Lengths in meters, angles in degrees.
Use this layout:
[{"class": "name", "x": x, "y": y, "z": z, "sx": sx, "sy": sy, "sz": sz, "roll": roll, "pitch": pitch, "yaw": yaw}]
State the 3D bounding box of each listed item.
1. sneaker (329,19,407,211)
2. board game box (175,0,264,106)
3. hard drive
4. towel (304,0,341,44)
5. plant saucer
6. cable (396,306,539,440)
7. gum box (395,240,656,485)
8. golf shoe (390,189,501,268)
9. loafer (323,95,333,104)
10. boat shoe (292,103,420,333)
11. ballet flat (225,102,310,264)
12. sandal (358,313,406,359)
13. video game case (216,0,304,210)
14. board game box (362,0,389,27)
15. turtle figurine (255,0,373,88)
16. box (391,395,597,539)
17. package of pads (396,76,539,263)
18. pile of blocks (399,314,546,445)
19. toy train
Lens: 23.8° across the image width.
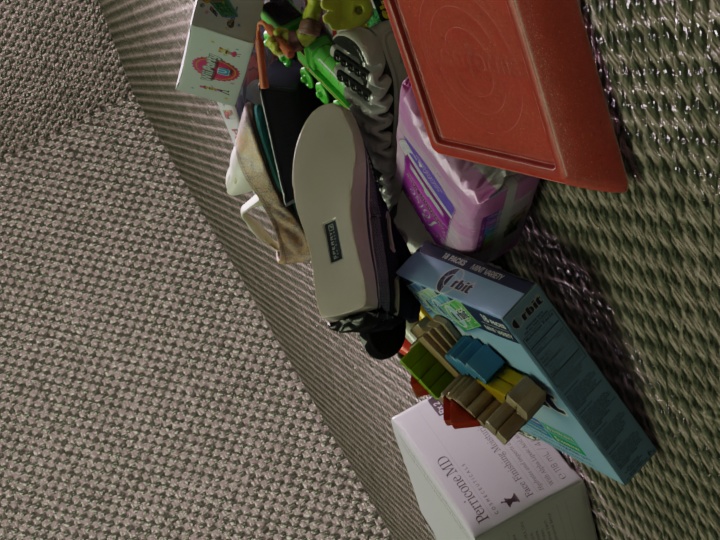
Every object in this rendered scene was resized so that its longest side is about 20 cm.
[{"class": "sneaker", "x": 0.026, "y": -0.135, "z": 1.503, "sx": 0.075, "sy": 0.081, "sz": 0.201, "roll": 42, "pitch": 149, "yaw": 33}, {"class": "board game box", "x": -0.115, "y": -0.277, "z": 1.594, "sx": 0.148, "sy": 0.064, "sz": 0.202, "roll": 124, "pitch": 160, "yaw": -70}, {"class": "hard drive", "x": -0.058, "y": -0.149, "z": 1.735, "sx": 0.200, "sy": 0.042, "sz": 0.136, "roll": -66, "pitch": -35, "yaw": -73}, {"class": "towel", "x": 0.013, "y": -0.179, "z": 1.618, "sx": 0.201, "sy": 0.023, "sz": 0.144, "roll": 52, "pitch": 171, "yaw": 17}, {"class": "plant saucer", "x": 0.083, "y": -0.148, "z": 1.167, "sx": 0.199, "sy": 0.037, "sz": 0.202, "roll": 20, "pitch": 134, "yaw": 55}, {"class": "cable", "x": 0.090, "y": 0.097, "z": 1.584, "sx": 0.200, "sy": 0.050, "sz": 0.097, "roll": 48, "pitch": 135, "yaw": 16}, {"class": "gum box", "x": 0.136, "y": 0.074, "z": 1.418, "sx": 0.200, "sy": 0.045, "sz": 0.170, "roll": 52, "pitch": 166, "yaw": -28}, {"class": "golf shoe", "x": 0.100, "y": -0.005, "z": 1.597, "sx": 0.201, "sy": 0.077, "sz": 0.088, "roll": 58, "pitch": 156, "yaw": -8}, {"class": "loafer", "x": 0.009, "y": -0.122, "z": 1.737, "sx": 0.068, "sy": 0.075, "sz": 0.202, "roll": -24, "pitch": -79, "yaw": -86}, {"class": "boat shoe", "x": 0.000, "y": -0.039, "z": 1.478, "sx": 0.092, "sy": 0.074, "sz": 0.202, "roll": 14, "pitch": -114, "yaw": -53}, {"class": "ballet flat", "x": -0.098, "y": -0.080, "z": 1.742, "sx": 0.068, "sy": 0.067, "sz": 0.201, "roll": -90, "pitch": -20, "yaw": -53}, {"class": "sandal", "x": 0.001, "y": 0.000, "z": 1.561, "sx": 0.075, "sy": 0.048, "sz": 0.202, "roll": 34, "pitch": -142, "yaw": -45}, {"class": "video game case", "x": -0.089, "y": -0.196, "z": 1.811, "sx": 0.023, "sy": 0.201, "sz": 0.183, "roll": 1, "pitch": 131, "yaw": 27}, {"class": "board game box", "x": -0.012, "y": -0.269, "z": 1.584, "sx": 0.105, "sy": 0.023, "sz": 0.200, "roll": 64, "pitch": 171, "yaw": -20}, {"class": "turtle figurine", "x": -0.029, "y": -0.239, "z": 1.442, "sx": 0.064, "sy": 0.202, "sz": 0.161, "roll": 18, "pitch": -173, "yaw": -19}, {"class": "box", "x": 0.148, "y": 0.248, "z": 1.807, "sx": 0.199, "sy": 0.130, "sz": 0.201, "roll": 53, "pitch": 167, "yaw": 46}, {"class": "package of pads", "x": 0.084, "y": -0.084, "z": 1.393, "sx": 0.121, "sy": 0.075, "sz": 0.200, "roll": 59, "pitch": 171, "yaw": 14}, {"class": "pile of blocks", "x": 0.077, "y": 0.091, "z": 1.416, "sx": 0.082, "sy": 0.062, "sz": 0.200, "roll": 50, "pitch": 168, "yaw": -23}, {"class": "toy train", "x": -0.036, "y": -0.196, "z": 1.622, "sx": 0.200, "sy": 0.041, "sz": 0.057, "roll": 47, "pitch": 157, "yaw": 39}]
